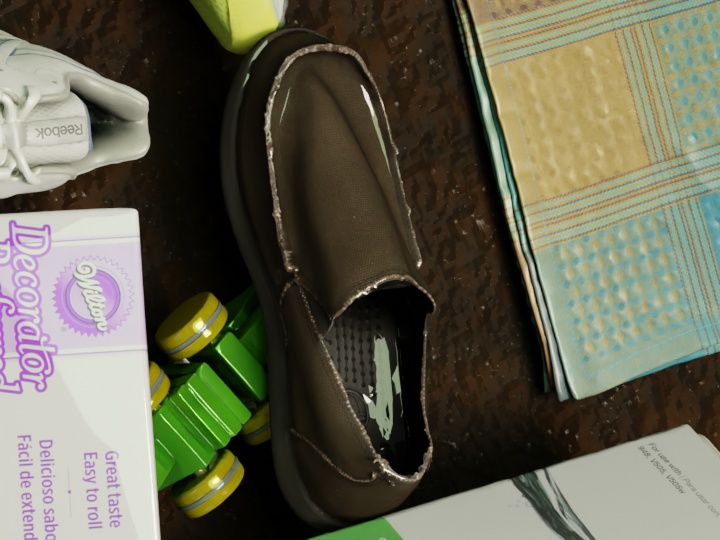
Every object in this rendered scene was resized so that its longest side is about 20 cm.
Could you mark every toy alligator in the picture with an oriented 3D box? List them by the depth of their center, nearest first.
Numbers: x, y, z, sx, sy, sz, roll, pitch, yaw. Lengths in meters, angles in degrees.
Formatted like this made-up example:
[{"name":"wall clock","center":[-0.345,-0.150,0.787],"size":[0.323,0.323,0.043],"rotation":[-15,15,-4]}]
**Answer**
[{"name":"toy alligator","center":[-0.055,0.036,1.168],"size":[0.059,0.054,0.200],"rotation":[50,58,-17]}]

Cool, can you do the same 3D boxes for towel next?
[{"name":"towel","center":[0.120,-0.055,1.283],"size":[0.147,0.022,0.200],"rotation":[-15,91,-29]}]

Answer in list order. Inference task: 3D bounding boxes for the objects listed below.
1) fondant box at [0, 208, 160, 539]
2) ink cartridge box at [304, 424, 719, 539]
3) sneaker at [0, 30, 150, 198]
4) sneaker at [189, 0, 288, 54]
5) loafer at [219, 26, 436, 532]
[{"name":"fondant box","center":[-0.176,0.055,1.063],"size":[0.200,0.058,0.144],"rotation":[-4,87,-8]},{"name":"ink cartridge box","center":[0.064,0.160,1.162],"size":[0.200,0.083,0.147],"rotation":[-15,133,-28]},{"name":"sneaker","center":[-0.150,-0.056,1.057],"size":[0.200,0.087,0.075],"rotation":[-23,118,-60]},{"name":"sneaker","center":[-0.107,-0.159,1.150],"size":[0.090,0.078,0.200],"rotation":[-39,97,-17]},{"name":"loafer","center":[0.000,0.000,1.134],"size":[0.073,0.071,0.200],"rotation":[-8,86,-36]}]
